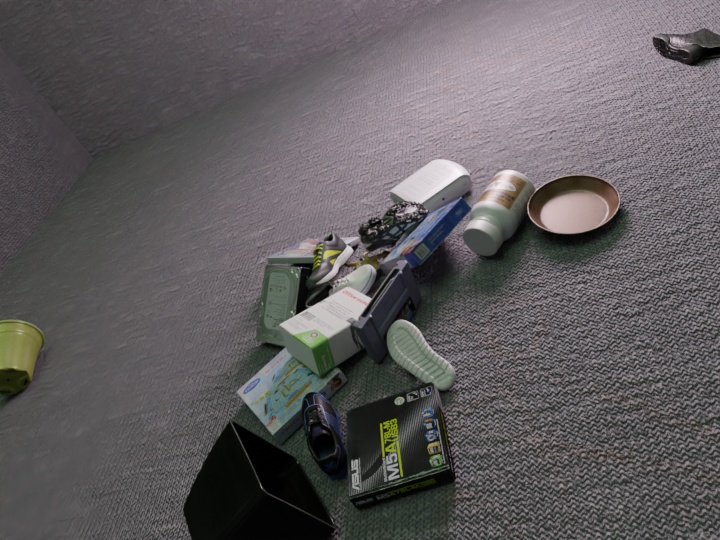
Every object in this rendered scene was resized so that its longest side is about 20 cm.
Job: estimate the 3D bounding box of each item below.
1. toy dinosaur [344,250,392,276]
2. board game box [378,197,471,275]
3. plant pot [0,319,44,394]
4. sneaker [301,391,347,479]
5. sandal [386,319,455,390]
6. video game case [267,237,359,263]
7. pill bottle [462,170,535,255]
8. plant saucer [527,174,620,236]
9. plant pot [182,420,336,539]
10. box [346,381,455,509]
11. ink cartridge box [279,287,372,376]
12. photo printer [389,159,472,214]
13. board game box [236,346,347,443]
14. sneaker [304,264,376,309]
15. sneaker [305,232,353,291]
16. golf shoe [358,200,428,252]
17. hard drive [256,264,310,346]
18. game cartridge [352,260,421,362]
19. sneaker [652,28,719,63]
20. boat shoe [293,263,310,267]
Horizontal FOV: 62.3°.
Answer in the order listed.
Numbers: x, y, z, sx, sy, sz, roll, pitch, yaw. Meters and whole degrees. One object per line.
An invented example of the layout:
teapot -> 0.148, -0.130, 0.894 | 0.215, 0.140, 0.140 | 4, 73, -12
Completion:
toy dinosaur -> 0.000, 0.000, 1.548 | 0.101, 0.058, 0.200 | 15, 56, 45
board game box -> 0.154, -0.079, 1.466 | 0.200, 0.043, 0.199 | -46, 7, -20
plant pot -> -1.148, 0.296, 1.951 | 0.200, 0.201, 0.184 | -31, 46, 1
sneaker -> -0.078, 0.311, 1.183 | 0.070, 0.078, 0.200 | -28, 45, -3
sandal -> 0.124, 0.184, 1.246 | 0.082, 0.050, 0.203 | -46, 48, 4
video game case -> -0.132, -0.058, 1.680 | 0.200, 0.023, 0.182 | 0, 19, 37
pill bottle -> 0.327, -0.135, 1.419 | 0.114, 0.114, 0.200 | 9, 51, 43
plant saucer -> 0.485, -0.142, 1.361 | 0.200, 0.037, 0.201 | -13, 44, 13
plant pot -> -0.199, 0.428, 1.070 | 0.177, 0.200, 0.199 | -47, 37, -3
box -> 0.068, 0.322, 1.115 | 0.193, 0.048, 0.200 | -20, 36, 12
ink cartridge box -> -0.061, 0.134, 1.365 | 0.200, 0.084, 0.145 | -29, 32, -26
photo printer -> 0.202, -0.231, 1.668 | 0.200, 0.070, 0.166 | -36, 36, -8
board game box -> -0.160, 0.264, 1.358 | 0.200, 0.041, 0.199 | -41, 36, -15
sneaker -> -0.050, 0.051, 1.481 | 0.200, 0.071, 0.073 | -39, 51, 10
sneaker -> -0.095, -0.023, 1.497 | 0.074, 0.085, 0.200 | -33, 13, 37
golf shoe -> 0.087, -0.114, 1.563 | 0.200, 0.095, 0.078 | -24, 55, -14
hard drive -> -0.199, 0.087, 1.509 | 0.139, 0.038, 0.201 | 5, 87, 41
game cartridge -> 0.067, 0.091, 1.324 | 0.038, 0.130, 0.200 | 9, 52, 40
sneaker -> 0.907, -0.623, 1.635 | 0.104, 0.060, 0.200 | -30, 40, 3
boat shoe -> -0.162, 0.033, 1.627 | 0.065, 0.073, 0.200 | 6, 37, 9
